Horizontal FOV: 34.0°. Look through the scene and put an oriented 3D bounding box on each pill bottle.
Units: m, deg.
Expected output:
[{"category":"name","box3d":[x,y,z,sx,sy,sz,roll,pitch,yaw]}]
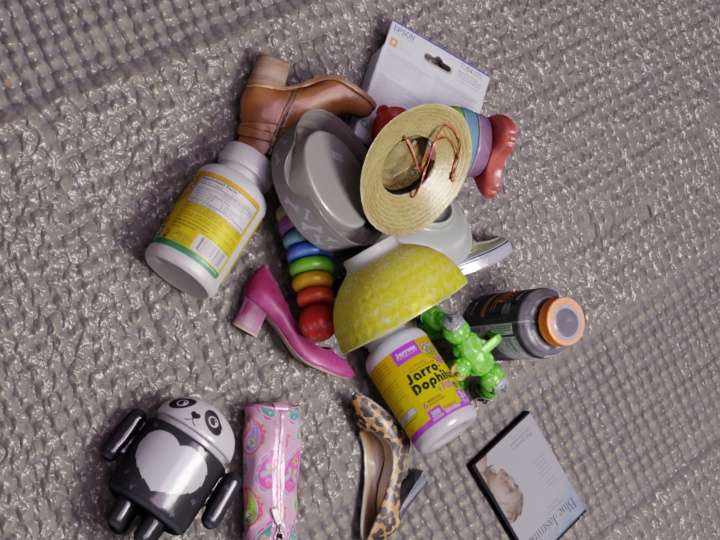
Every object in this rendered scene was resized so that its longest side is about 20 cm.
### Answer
[{"category":"pill bottle","box3d":[0.252,0.082,1.790,0.105,0.199,0.108,3,83,-29]},{"category":"pill bottle","box3d":[0.076,0.156,1.710,0.103,0.105,0.201,-24,70,-29]},{"category":"pill bottle","box3d":[-0.197,-0.072,1.604,0.112,0.112,0.201,38,69,-20]}]

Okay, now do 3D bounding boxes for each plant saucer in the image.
[{"category":"plant saucer","box3d":[0.082,-0.087,1.736,0.198,0.050,0.202,17,40,-15]}]

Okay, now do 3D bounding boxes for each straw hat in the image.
[{"category":"straw hat","box3d":[0.056,-0.153,1.655,0.199,0.085,0.203,-19,124,-31]}]

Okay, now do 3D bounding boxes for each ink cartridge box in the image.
[{"category":"ink cartridge box","box3d":[0.090,-0.251,1.824,0.195,0.043,0.202,25,73,-23]}]

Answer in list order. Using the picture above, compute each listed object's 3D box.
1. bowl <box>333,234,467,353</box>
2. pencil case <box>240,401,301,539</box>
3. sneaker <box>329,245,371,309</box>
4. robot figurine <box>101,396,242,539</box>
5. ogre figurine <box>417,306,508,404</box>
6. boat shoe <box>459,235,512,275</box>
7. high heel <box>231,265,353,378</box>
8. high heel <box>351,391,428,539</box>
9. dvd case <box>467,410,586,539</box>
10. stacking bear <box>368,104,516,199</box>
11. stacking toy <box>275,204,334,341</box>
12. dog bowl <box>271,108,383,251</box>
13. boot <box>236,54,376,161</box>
[{"category":"bowl","box3d":[0.036,0.017,1.599,0.199,0.200,0.109,-30,91,-28]},{"category":"pencil case","box3d":[-0.122,0.283,1.627,0.086,0.087,0.203,6,81,-28]},{"category":"sneaker","box3d":[0.000,0.000,1.735,0.198,0.070,0.110,-16,75,-14]},{"category":"robot figurine","box3d":[-0.248,0.261,1.533,0.150,0.124,0.201,47,65,-31]},{"category":"ogre figurine","box3d":[0.155,0.121,1.773,0.097,0.120,0.202,-22,97,-18]},{"category":"boat shoe","box3d":[0.148,-0.023,1.817,0.198,0.072,0.063,-20,94,-27]},{"category":"high heel","box3d":[-0.082,0.078,1.681,0.198,0.067,0.097,29,82,-10]},{"category":"high heel","box3d":[0.013,0.288,1.706,0.143,0.071,0.201,-46,116,-31]},{"category":"dvd case","box3d":[0.267,0.347,1.876,0.142,0.017,0.201,-37,103,-28]},{"category":"stacking bear","box3d":[0.112,-0.193,1.748,0.197,0.114,0.123,8,119,-16]},{"category":"stacking toy","box3d":[-0.068,0.003,1.662,0.084,0.085,0.203,2,71,-29]},{"category":"dog bowl","box3d":[-0.046,-0.118,1.624,0.200,0.058,0.202,37,41,-40]},{"category":"boot","box3d":[-0.082,-0.208,1.705,0.197,0.074,0.157,15,78,-12]}]
